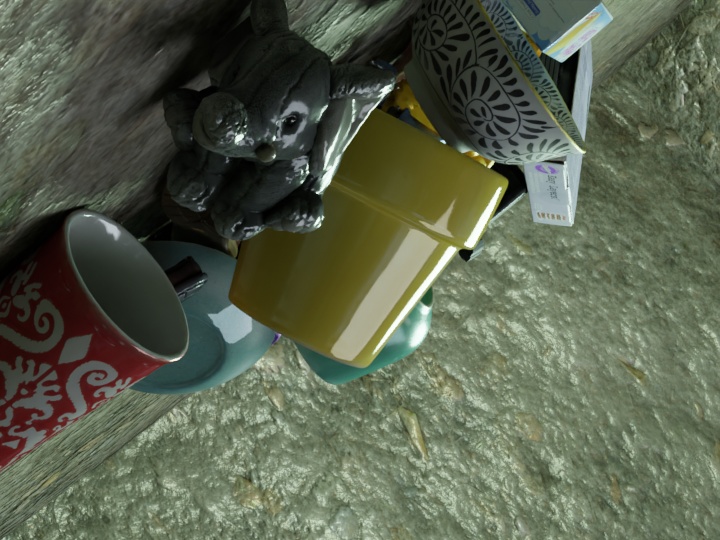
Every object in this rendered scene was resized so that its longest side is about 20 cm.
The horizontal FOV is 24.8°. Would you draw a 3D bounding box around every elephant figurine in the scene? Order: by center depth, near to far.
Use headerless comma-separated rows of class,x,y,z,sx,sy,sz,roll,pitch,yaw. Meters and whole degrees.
elephant figurine,-0.048,-0.107,1.035,0.140,0.157,0.200,4,158,-14

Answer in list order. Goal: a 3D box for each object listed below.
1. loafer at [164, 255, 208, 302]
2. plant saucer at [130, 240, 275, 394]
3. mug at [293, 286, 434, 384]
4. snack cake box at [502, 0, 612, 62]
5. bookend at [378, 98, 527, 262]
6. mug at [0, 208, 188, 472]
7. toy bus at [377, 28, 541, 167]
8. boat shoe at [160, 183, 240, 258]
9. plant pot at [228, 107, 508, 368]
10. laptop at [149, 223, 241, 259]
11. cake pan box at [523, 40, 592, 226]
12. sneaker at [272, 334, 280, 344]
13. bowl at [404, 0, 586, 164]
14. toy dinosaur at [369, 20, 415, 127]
loafer,-0.223,0.035,1.356,0.199,0.063,0.072,-31,175,2
plant saucer,-0.172,0.056,1.448,0.201,0.200,0.039,-41,-145,33
mug,-0.003,0.002,1.546,0.114,0.187,0.152,-23,157,19
snack cake box,0.161,-0.254,1.454,0.067,0.115,0.200,-39,176,12
bookend,0.132,-0.151,1.767,0.198,0.201,0.092,-39,177,13
mug,-0.240,0.064,1.259,0.199,0.134,0.177,-36,175,17
toy bus,0.085,-0.158,1.543,0.201,0.135,0.192,-56,175,-17
boat shoe,-0.125,-0.065,1.384,0.200,0.071,0.068,107,1,-69
plant pot,-0.010,-0.034,1.316,0.190,0.199,0.201,-63,175,3
laptop,-0.104,-0.033,1.571,0.177,0.199,0.104,-38,134,-21
cake pan box,0.211,-0.166,1.734,0.052,0.186,0.200,4,164,11
sneaker,-0.162,0.067,1.734,0.199,0.089,0.080,12,136,-43
bowl,0.097,-0.160,1.374,0.094,0.202,0.201,-32,178,13
toy dinosaur,-0.034,-0.116,1.480,0.180,0.106,0.200,-19,-161,35
